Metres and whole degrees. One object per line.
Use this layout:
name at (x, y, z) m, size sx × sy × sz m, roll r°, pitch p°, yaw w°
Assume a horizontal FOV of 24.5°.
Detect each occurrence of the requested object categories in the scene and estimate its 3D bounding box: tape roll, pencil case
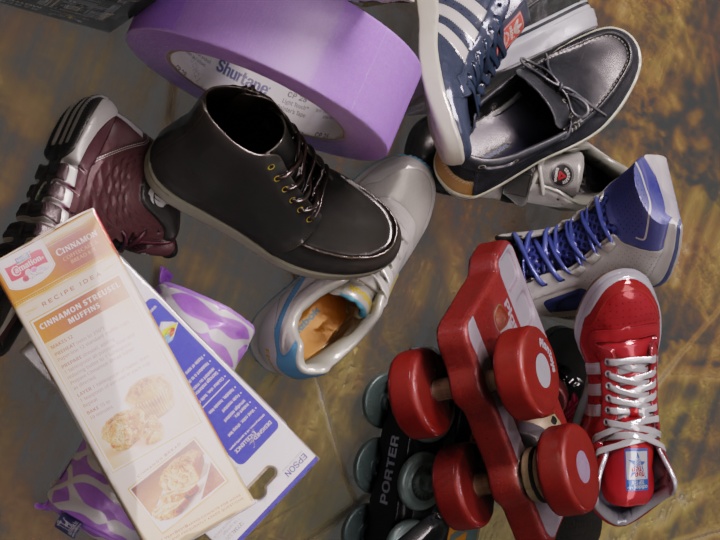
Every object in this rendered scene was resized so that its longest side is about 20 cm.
tape roll at (-0.060, -0.148, 1.155) m, size 0.200 × 0.200 × 0.066 m, roll 28°, pitch 81°, yaw -26°
pencil case at (-0.153, 0.105, 1.197) m, size 0.201 × 0.085 × 0.084 m, roll -61°, pitch 156°, yaw -11°

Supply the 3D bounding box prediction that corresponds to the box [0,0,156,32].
box at (-0.232, -0.214, 1.074) m, size 0.199 × 0.158 × 0.051 m, roll 14°, pitch 82°, yaw -22°

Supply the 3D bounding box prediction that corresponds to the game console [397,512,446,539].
game console at (-0.049, 0.226, 1.186) m, size 0.176 × 0.200 × 0.116 m, roll -36°, pitch 71°, yaw -25°

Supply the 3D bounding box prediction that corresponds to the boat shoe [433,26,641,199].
boat shoe at (0.142, -0.127, 1.280) m, size 0.200 × 0.062 × 0.075 m, roll -35°, pitch 75°, yaw -17°

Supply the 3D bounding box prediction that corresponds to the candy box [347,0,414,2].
candy box at (-0.064, -0.238, 1.071) m, size 0.167 × 0.200 × 0.072 m, roll 22°, pitch 89°, yaw -28°

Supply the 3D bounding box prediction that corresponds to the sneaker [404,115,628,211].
sneaker at (0.134, -0.088, 1.328) m, size 0.199 × 0.088 × 0.075 m, roll 6°, pitch 92°, yaw -27°

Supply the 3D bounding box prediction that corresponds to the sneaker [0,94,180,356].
sneaker at (-0.188, -0.014, 1.171) m, size 0.115 × 0.076 × 0.201 m, roll 30°, pitch 79°, yaw -29°

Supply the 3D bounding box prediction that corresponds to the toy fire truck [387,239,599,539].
toy fire truck at (0.116, 0.095, 1.248) m, size 0.201 × 0.112 × 0.168 m, roll 66°, pitch 31°, yaw -19°

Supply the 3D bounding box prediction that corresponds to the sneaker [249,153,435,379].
sneaker at (0.000, 0.000, 1.263) m, size 0.076 × 0.081 × 0.200 m, roll 39°, pitch 78°, yaw -24°

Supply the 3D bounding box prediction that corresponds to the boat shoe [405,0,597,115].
boat shoe at (0.096, -0.184, 1.318) m, size 0.199 × 0.072 × 0.071 m, roll -27°, pitch 86°, yaw -29°

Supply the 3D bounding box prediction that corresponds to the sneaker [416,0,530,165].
sneaker at (0.085, -0.166, 1.219) m, size 0.084 × 0.075 × 0.201 m, roll -5°, pitch 57°, yaw 4°

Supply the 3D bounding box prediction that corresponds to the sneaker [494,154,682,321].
sneaker at (0.169, -0.009, 1.310) m, size 0.114 × 0.200 × 0.081 m, roll -1°, pitch 61°, yaw -16°

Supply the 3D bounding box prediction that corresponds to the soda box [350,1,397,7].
soda box at (-0.057, -0.259, 1.223) m, size 0.199 × 0.068 × 0.064 m, roll 17°, pitch 87°, yaw -27°

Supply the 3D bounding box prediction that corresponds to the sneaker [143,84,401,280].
sneaker at (-0.044, -0.057, 1.158) m, size 0.199 × 0.106 × 0.075 m, roll 20°, pitch 62°, yaw -21°

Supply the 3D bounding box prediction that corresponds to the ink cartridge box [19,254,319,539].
ink cartridge box at (-0.131, 0.093, 1.140) m, size 0.200 × 0.037 × 0.095 m, roll 46°, pitch 79°, yaw -5°

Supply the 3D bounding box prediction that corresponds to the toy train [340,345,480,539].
toy train at (0.056, 0.162, 1.311) m, size 0.114 × 0.085 × 0.201 m, roll 10°, pitch 89°, yaw -38°

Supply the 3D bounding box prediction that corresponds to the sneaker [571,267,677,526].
sneaker at (0.204, 0.105, 1.276) m, size 0.071 × 0.113 × 0.201 m, roll -4°, pitch 125°, yaw -4°

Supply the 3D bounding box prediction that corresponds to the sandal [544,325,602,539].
sandal at (0.184, 0.145, 1.393) m, size 0.075 × 0.045 × 0.201 m, roll -8°, pitch 97°, yaw -25°

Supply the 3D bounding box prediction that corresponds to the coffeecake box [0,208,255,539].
coffeecake box at (-0.152, 0.068, 1.041) m, size 0.073 × 0.153 × 0.201 m, roll -29°, pitch 94°, yaw -10°
